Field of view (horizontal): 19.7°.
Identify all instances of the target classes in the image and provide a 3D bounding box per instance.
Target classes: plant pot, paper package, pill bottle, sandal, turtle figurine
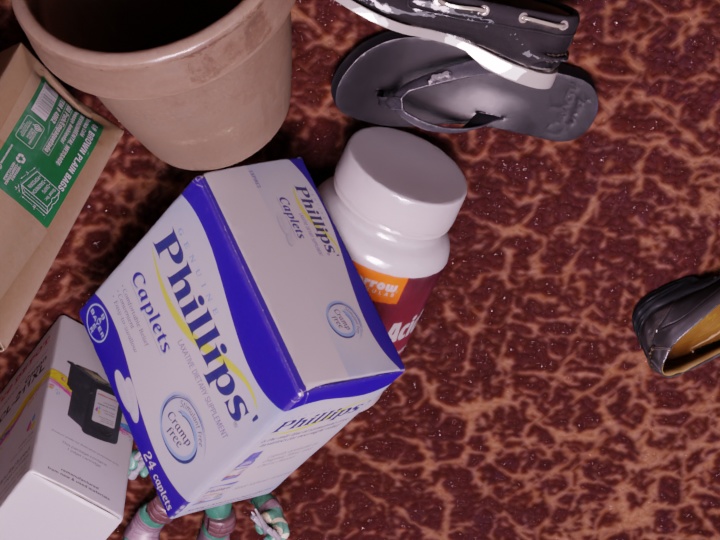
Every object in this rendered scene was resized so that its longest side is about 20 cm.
[{"bbox_3d":[-0.119,-0.163,1.416,0.199,0.201,0.175,-14,142,6],"label":"plant pot"},{"bbox_3d":[-0.285,-0.033,1.442,0.103,0.201,0.190,41,146,-27],"label":"paper package"},{"bbox_3d":[0.000,0.000,1.565,0.113,0.115,0.201,16,123,-14],"label":"pill bottle"},{"bbox_3d":[0.078,-0.131,1.522,0.198,0.043,0.077,4,125,-6],"label":"sandal"},{"bbox_3d":[-0.122,0.174,1.692,0.149,0.101,0.200,25,137,-3],"label":"turtle figurine"}]

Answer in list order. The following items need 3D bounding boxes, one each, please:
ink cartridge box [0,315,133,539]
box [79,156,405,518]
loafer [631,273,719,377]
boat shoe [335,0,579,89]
[{"bbox_3d":[-0.246,0.155,1.610,0.083,0.201,0.146,30,118,-19],"label":"ink cartridge box"},{"bbox_3d":[-0.092,0.050,1.513,0.104,0.185,0.200,-9,155,-42],"label":"box"},{"bbox_3d":[0.311,0.025,1.628,0.199,0.072,0.073,-31,120,17],"label":"loafer"},{"bbox_3d":[0.059,-0.191,1.461,0.199,0.074,0.061,22,113,-11],"label":"boat shoe"}]
